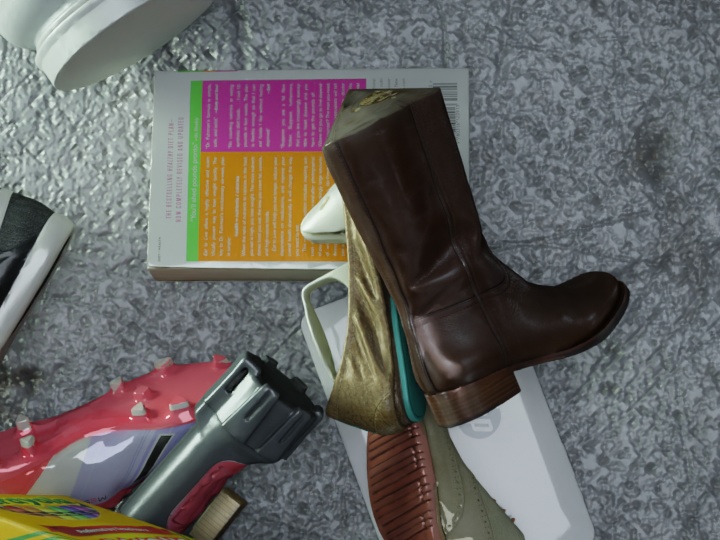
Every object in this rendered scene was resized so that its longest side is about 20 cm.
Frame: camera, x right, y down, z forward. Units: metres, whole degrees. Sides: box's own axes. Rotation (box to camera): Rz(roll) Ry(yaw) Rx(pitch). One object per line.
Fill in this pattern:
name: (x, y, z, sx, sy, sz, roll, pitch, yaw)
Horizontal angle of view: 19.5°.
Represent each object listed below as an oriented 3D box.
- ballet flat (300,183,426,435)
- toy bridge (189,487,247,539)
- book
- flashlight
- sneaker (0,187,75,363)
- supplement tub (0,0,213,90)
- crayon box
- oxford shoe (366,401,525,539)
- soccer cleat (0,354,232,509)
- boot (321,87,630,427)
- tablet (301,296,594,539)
ballet flat: (0.000, 0.000, 1.265, 0.072, 0.068, 0.200, -4, 81, 18)
toy bridge: (-0.028, 0.224, 1.310, 0.200, 0.027, 0.067, 39, 91, 4)
book: (-0.031, -0.061, 1.322, 0.200, 0.048, 0.134, 0, 79, 2)
flashlight: (-0.102, 0.143, 1.273, 0.200, 0.068, 0.068, -47, 66, 15)
sneaker: (-0.274, 0.030, 1.312, 0.112, 0.073, 0.200, 30, 78, -1)
supplement tub: (-0.189, -0.227, 1.291, 0.145, 0.145, 0.200, -32, 85, 0)
crayon box: (-0.158, 0.168, 1.191, 0.200, 0.127, 0.051, 14, 91, 28)
oxford shoe: (0.057, 0.155, 1.290, 0.074, 0.071, 0.200, -8, 80, -29)
soccer cleat: (-0.149, 0.112, 1.314, 0.200, 0.067, 0.077, -18, 121, -7)
boot: (0.070, -0.033, 1.246, 0.064, 0.186, 0.200, -14, 103, 44)
tablet: (0.055, 0.100, 1.323, 0.130, 0.014, 0.200, -20, 86, 0)
